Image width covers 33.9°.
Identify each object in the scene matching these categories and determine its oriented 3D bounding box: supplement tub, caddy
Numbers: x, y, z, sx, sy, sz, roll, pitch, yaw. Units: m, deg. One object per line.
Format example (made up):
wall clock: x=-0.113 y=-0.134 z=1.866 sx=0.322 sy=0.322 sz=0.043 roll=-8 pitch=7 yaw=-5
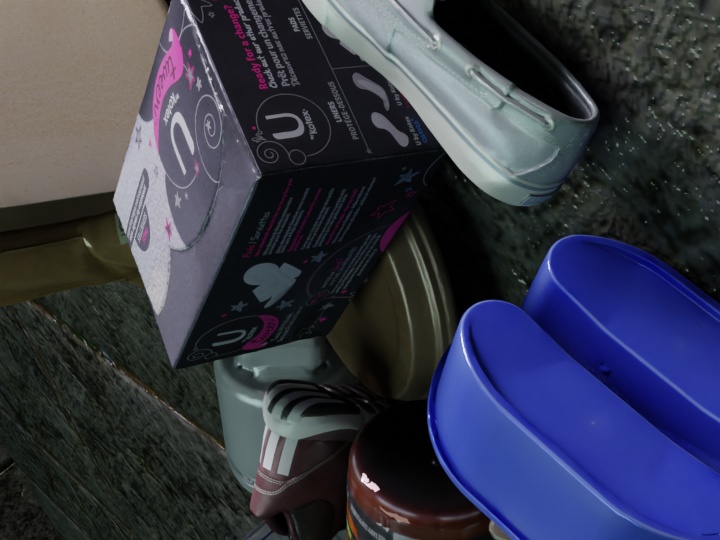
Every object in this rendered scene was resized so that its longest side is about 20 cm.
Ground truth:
supplement tub: x=0.043 y=0.187 z=0.748 sx=0.107 sy=0.107 sz=0.201 roll=33 pitch=136 yaw=37
caddy: x=0.125 y=0.081 z=0.581 sx=0.200 sy=0.141 sz=0.105 roll=41 pitch=150 yaw=26

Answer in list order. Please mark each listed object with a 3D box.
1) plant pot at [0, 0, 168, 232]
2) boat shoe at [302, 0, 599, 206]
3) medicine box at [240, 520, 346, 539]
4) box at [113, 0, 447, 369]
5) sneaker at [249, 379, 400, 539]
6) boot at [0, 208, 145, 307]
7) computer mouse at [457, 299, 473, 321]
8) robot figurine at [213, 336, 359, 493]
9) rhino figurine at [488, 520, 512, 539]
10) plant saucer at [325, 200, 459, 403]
plant pot: x=-0.229 y=-0.127 z=0.866 sx=0.200 sy=0.199 sz=0.178 roll=-13 pitch=90 yaw=63
boat shoe: x=0.040 y=-0.124 z=0.569 sx=0.201 sy=0.070 sz=0.072 roll=49 pitch=135 yaw=12
medicine box: x=-0.024 y=0.288 z=1.033 sx=0.182 sy=0.200 sz=0.103 roll=51 pitch=155 yaw=5
box: x=-0.059 y=-0.054 z=0.678 sx=0.133 sy=0.114 sz=0.200 roll=65 pitch=148 yaw=23
sneaker: x=-0.005 y=0.141 z=0.806 sx=0.199 sy=0.116 sz=0.075 roll=14 pitch=-174 yaw=-46
boot: x=-0.224 y=-0.002 z=0.888 sx=0.175 sy=0.199 sz=0.067 roll=75 pitch=-178 yaw=-71
computer mouse: x=0.120 y=0.109 z=0.719 sx=0.200 sy=0.044 sz=0.110 roll=33 pitch=131 yaw=33
robot figurine: x=-0.056 y=0.109 z=0.947 sx=0.112 sy=0.170 sz=0.201 roll=2 pitch=130 yaw=5
rhino figurine: x=0.169 y=0.166 z=0.631 sx=0.199 sy=0.060 sz=0.087 roll=13 pitch=-179 yaw=15
plant saucer: x=0.000 y=0.000 z=0.775 sx=0.200 sy=0.029 sz=0.201 roll=50 pitch=152 yaw=40
